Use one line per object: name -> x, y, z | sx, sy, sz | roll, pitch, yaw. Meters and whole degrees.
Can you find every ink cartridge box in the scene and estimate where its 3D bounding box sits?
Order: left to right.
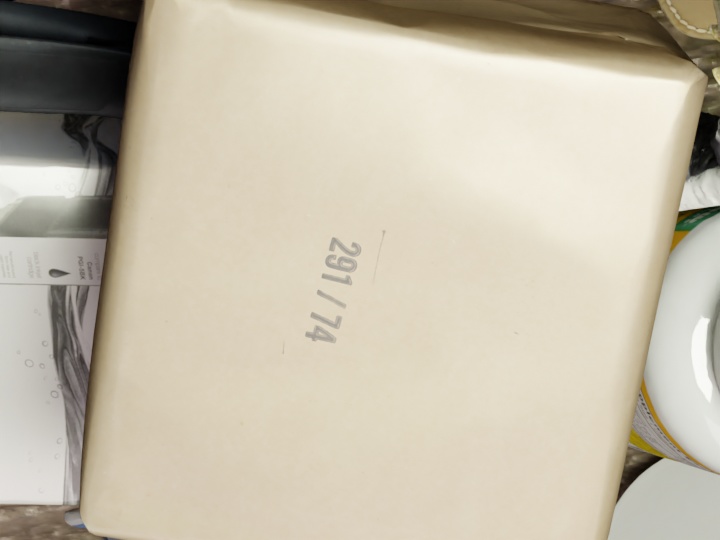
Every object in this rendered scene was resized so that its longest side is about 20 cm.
ink cartridge box -> -0.127, 0.015, 0.941 | 0.199, 0.083, 0.147 | 1, 105, -9

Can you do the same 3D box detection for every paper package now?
paper package -> 0.007, -0.003, 0.810 | 0.190, 0.104, 0.201 | 10, 107, -2

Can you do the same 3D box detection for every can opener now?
can opener -> -0.107, -0.079, 0.851 | 0.200, 0.063, 0.079 | -1, 111, -43

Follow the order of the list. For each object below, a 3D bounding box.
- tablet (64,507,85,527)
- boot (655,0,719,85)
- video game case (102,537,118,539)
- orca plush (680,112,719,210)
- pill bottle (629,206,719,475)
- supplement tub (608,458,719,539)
tablet -> -0.050, 0.114, 1.080 | 0.130, 0.014, 0.200 | 8, 169, -22
boot -> 0.135, -0.106, 0.773 | 0.072, 0.155, 0.200 | -5, 146, -3
video game case -> -0.036, 0.148, 1.290 | 0.199, 0.019, 0.143 | -7, 148, 6
orca plush -> 0.091, -0.054, 0.925 | 0.105, 0.071, 0.200 | -10, -178, -23
pill bottle -> 0.154, 0.027, 0.950 | 0.112, 0.113, 0.200 | 4, -179, -13
supplement tub -> 0.235, 0.183, 1.254 | 0.200, 0.146, 0.145 | 26, 137, -38
